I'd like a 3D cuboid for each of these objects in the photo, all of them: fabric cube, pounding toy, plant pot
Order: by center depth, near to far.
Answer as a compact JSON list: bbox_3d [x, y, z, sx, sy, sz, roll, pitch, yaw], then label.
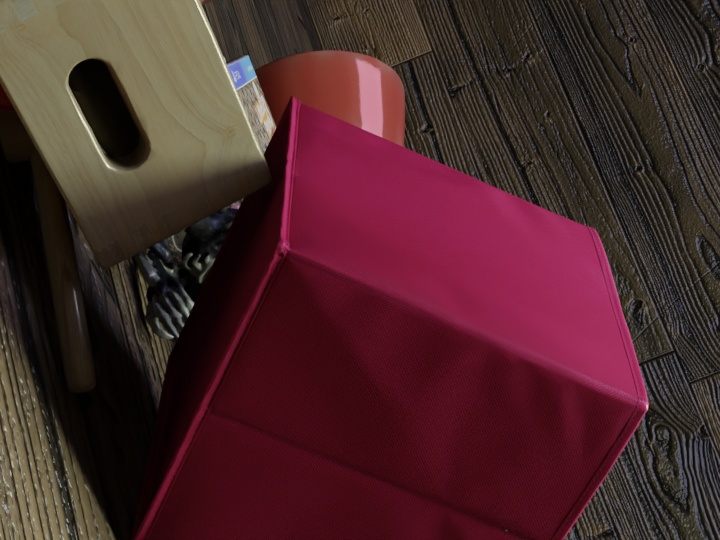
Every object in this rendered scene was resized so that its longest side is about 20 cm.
[{"bbox_3d":[-0.145,-0.085,0.782,0.184,0.142,0.201,53,-12,51],"label":"pounding toy"},{"bbox_3d":[0.010,0.060,0.824,0.198,0.201,0.197,22,26,-12],"label":"fabric cube"},{"bbox_3d":[-0.036,-0.113,1.656,0.201,0.199,0.179,59,21,-63],"label":"plant pot"}]

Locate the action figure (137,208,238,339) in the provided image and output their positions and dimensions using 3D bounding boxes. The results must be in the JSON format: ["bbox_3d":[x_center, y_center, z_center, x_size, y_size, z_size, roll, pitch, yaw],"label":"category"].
[{"bbox_3d":[-0.097,-0.011,0.977,0.102,0.119,0.200,60,9,31],"label":"action figure"}]

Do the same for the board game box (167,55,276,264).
[{"bbox_3d":[-0.100,-0.050,1.153,0.159,0.096,0.201,-84,153,-79],"label":"board game box"}]

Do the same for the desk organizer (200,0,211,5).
[{"bbox_3d":[-0.112,-0.246,0.836,0.201,0.077,0.072,64,-8,-8],"label":"desk organizer"}]
